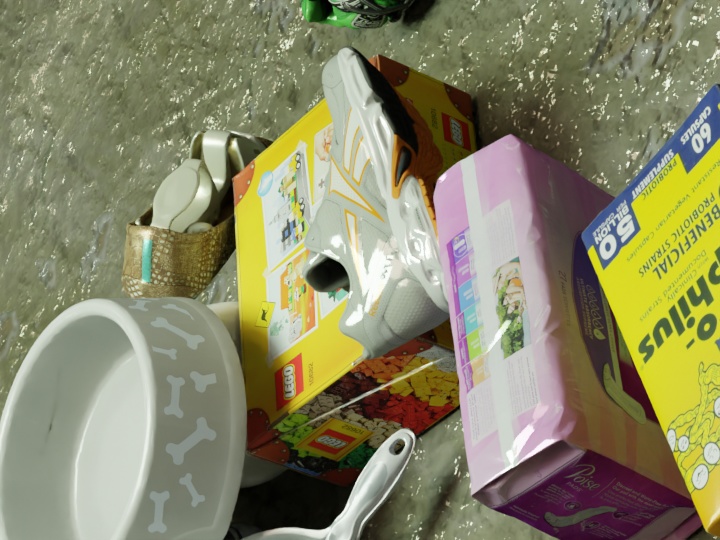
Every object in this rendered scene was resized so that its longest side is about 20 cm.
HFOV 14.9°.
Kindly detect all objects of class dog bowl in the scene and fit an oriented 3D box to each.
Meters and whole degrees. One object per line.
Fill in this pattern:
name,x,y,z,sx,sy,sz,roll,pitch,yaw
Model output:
dog bowl,-0.145,0.107,1.589,0.200,0.059,0.201,-25,58,48

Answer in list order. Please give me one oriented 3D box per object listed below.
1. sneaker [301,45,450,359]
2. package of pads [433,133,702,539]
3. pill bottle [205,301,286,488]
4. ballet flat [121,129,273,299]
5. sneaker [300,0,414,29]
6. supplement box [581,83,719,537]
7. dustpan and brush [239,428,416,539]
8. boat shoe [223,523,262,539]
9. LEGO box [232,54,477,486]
sneaker,-0.001,-0.038,1.509,0.092,0.076,0.200,-34,45,15
package of pads,0.105,0.040,1.395,0.076,0.120,0.200,-36,44,32
pill bottle,-0.126,0.085,1.721,0.200,0.113,0.113,-11,63,52
ballet flat,-0.091,-0.048,1.718,0.200,0.070,0.065,-62,-26,-54
sneaker,0.026,-0.190,1.703,0.200,0.078,0.085,-6,74,64
supplement box,0.199,0.029,1.273,0.109,0.109,0.200,-50,37,27
dustpan and brush,-0.025,0.176,1.540,0.139,0.057,0.200,34,84,23
boat shoe,-0.124,0.236,1.669,0.200,0.071,0.072,-60,33,14
LEGO box,0.000,0.000,1.614,0.149,0.077,0.200,-38,44,39
